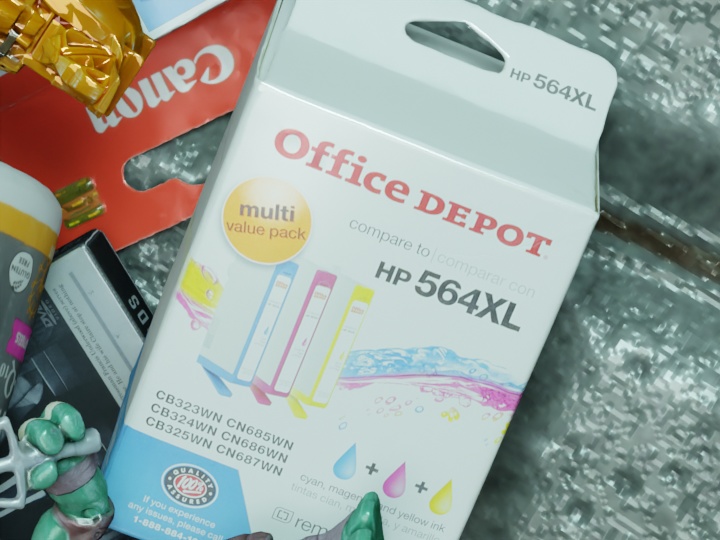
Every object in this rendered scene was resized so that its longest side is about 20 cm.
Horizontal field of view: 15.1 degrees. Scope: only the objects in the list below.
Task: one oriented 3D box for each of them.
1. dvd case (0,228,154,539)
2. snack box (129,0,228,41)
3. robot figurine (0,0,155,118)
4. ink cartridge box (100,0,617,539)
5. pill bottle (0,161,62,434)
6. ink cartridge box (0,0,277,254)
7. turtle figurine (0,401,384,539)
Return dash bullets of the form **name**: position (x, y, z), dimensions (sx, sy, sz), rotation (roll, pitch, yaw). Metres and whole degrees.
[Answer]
- **dvd case**: position (-0.147, 0.091, 1.107), dimensions (0.199, 0.025, 0.151), rotation (-28, 100, 23)
- **snack box**: position (-0.006, -0.160, 0.960), dimensions (0.199, 0.024, 0.072), rotation (-28, 97, 5)
- **robot figurine**: position (-0.140, -0.149, 0.920), dimensions (0.199, 0.058, 0.145), rotation (34, 111, -6)
- **ink cartridge box**: position (0.000, 0.000, 0.968), dimensions (0.128, 0.125, 0.201), rotation (20, 112, -4)
- **pill bottle**: position (-0.191, 0.051, 1.009), dimensions (0.116, 0.116, 0.201), rotation (13, 81, 14)
- **ink cartridge box**: position (-0.106, -0.110, 1.027), dimensions (0.159, 0.047, 0.201), rotation (-23, 96, 23)
- **turtle figurine**: position (-0.094, 0.120, 0.911), dimensions (0.198, 0.101, 0.151), rotation (2, 85, 8)
